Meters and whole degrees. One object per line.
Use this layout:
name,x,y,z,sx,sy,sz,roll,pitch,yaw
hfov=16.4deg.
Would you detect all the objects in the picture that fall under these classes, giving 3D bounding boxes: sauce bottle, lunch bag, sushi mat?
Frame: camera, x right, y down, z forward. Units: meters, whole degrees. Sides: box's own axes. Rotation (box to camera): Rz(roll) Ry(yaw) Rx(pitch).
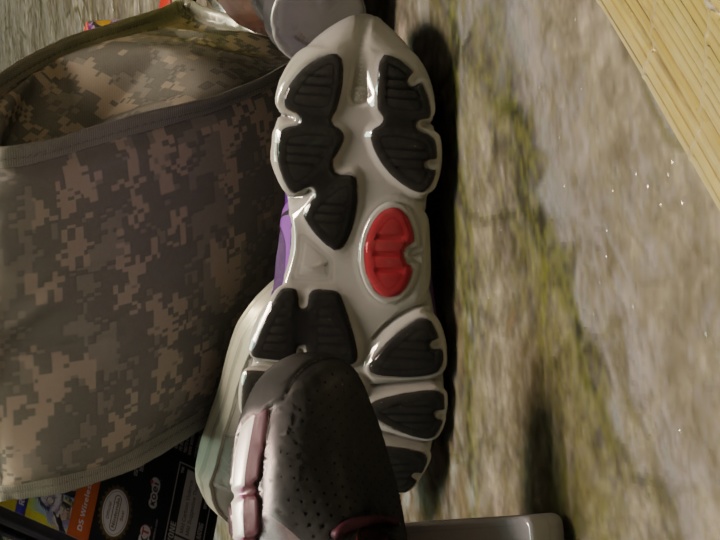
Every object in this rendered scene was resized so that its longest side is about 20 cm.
sauce bottle,-0.041,-0.139,1.084,0.200,0.064,0.065,-118,27,-62
lunch bag,-0.110,-0.010,1.089,0.117,0.200,0.165,18,119,33
sushi mat,0.094,-0.069,0.640,0.200,0.012,0.096,-110,19,-51

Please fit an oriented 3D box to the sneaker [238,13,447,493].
sneaker,0.000,0.000,0.976,0.083,0.080,0.201,-80,-3,-76

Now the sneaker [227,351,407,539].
sneaker,0.025,0.124,0.806,0.115,0.075,0.201,-6,91,39

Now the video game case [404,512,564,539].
video game case,0.024,0.188,0.863,0.143,0.018,0.201,-11,82,50

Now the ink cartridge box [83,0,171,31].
ink cartridge box,-0.150,-0.097,1.584,0.200,0.050,0.110,126,139,-71

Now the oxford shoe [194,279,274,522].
oxford shoe,-0.028,0.069,1.096,0.058,0.075,0.200,42,152,16

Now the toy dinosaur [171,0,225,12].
toy dinosaur,-0.081,-0.128,1.306,0.201,0.047,0.089,-104,10,-49

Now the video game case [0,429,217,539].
video game case,-0.130,0.037,1.192,0.025,0.180,0.201,-14,57,43
